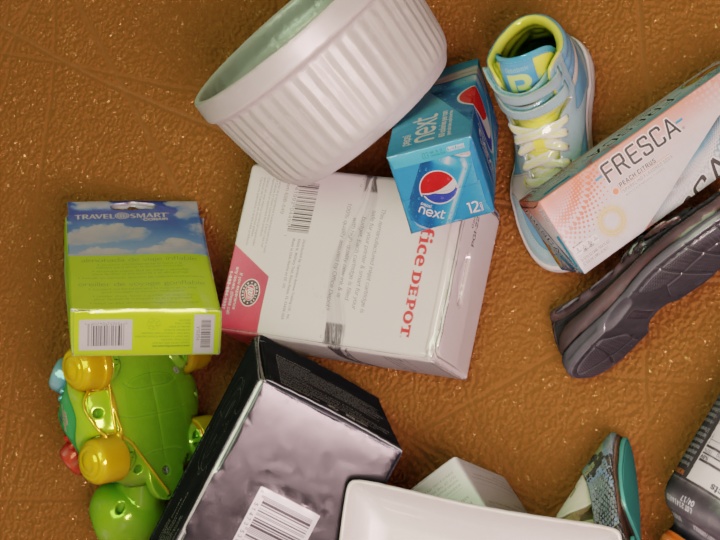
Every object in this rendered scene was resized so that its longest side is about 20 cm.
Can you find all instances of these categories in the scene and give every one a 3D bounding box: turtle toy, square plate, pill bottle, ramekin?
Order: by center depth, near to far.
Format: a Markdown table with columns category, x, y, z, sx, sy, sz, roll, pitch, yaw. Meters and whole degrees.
| category | x | y | z | sx | sy | sz | roll | pitch | yaw |
| --- | --- | --- | --- | --- | --- | --- | --- | --- | --- |
| square plate | 0.073 | 0.260 | 1.294 | 0.196 | 0.028 | 0.202 | 9 | 92 | 15 |
| pill bottle | 0.289 | 0.141 | 1.342 | 0.106 | 0.106 | 0.201 | 31 | 89 | 27 |
| ramekin | -0.024 | -0.157 | 1.468 | 0.200 | 0.200 | 0.105 | -38 | 104 | 9 |
| turtle toy | -0.193 | 0.136 | 1.544 | 0.101 | 0.145 | 0.202 | -11 | 87 | 44 |

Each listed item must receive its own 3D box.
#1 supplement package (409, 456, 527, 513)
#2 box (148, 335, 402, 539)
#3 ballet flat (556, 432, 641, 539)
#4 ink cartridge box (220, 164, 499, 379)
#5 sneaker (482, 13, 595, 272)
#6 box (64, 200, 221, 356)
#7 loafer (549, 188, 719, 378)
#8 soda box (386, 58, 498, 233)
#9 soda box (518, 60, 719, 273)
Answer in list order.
| category | x | y | z | sx | sy | sz | roll | pitch | yaw |
| --- | --- | --- | --- | --- | --- | --- | --- | --- | --- |
| supplement package | 0.097 | 0.259 | 1.386 | 0.117 | 0.117 | 0.201 | -38 | 64 | 10 |
| box | -0.072 | 0.175 | 1.411 | 0.123 | 0.197 | 0.201 | 27 | 94 | -9 |
| ballet flat | 0.174 | 0.197 | 1.356 | 0.074 | 0.074 | 0.201 | -22 | 33 | 16 |
| ink cartridge box | 0.000 | 0.000 | 1.518 | 0.198 | 0.085 | 0.147 | 7 | 78 | 27 |
| sneaker | 0.139 | -0.106 | 1.462 | 0.079 | 0.130 | 0.202 | -9 | 73 | 20 |
| box | -0.184 | 0.004 | 1.543 | 0.121 | 0.200 | 0.048 | 0 | 117 | -10 |
| loafer | 0.213 | -0.001 | 1.410 | 0.200 | 0.072 | 0.063 | -48 | 53 | 31 |
| soda box | 0.066 | -0.100 | 1.442 | 0.067 | 0.200 | 0.065 | -15 | 111 | 11 |
| soda box | 0.222 | -0.080 | 1.416 | 0.199 | 0.064 | 0.069 | -35 | 98 | -6 |
